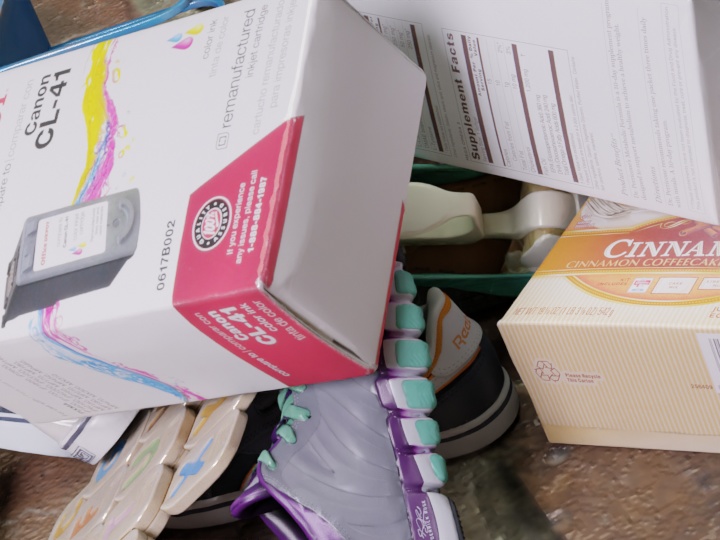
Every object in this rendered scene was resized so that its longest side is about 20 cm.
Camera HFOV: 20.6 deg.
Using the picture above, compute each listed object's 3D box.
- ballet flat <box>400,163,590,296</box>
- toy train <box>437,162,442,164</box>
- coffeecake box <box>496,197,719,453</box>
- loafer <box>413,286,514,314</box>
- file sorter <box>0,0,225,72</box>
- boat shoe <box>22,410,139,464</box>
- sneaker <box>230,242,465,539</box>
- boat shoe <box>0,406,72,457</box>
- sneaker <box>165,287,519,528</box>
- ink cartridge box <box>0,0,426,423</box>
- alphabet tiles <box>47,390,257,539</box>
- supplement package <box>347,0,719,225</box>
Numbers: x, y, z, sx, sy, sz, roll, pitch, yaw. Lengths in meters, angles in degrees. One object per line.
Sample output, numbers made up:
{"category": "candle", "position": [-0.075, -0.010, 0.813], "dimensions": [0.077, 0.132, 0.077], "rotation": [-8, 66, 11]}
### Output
{"category": "ballet flat", "position": [0.058, -0.021, 0.933], "dimensions": [0.199, 0.068, 0.070], "rotation": [-3, -3, -13]}
{"category": "toy train", "position": [0.132, -0.108, 1.081], "dimensions": [0.200, 0.085, 0.114], "rotation": [-38, 42, -22]}
{"category": "coffeecake box", "position": [0.179, -0.010, 0.890], "dimensions": [0.153, 0.073, 0.200], "rotation": [0, 37, 38]}
{"category": "loafer", "position": [0.000, 0.000, 1.022], "dimensions": [0.199, 0.075, 0.070], "rotation": [-12, 25, 5]}
{"category": "file sorter", "position": [-0.114, -0.068, 1.082], "dimensions": [0.122, 0.201, 0.139], "rotation": [-17, 30, 7]}
{"category": "boat shoe", "position": [-0.099, -0.006, 0.951], "dimensions": [0.200, 0.066, 0.072], "rotation": [-56, 9, -4]}
{"category": "sneaker", "position": [-0.015, 0.060, 0.821], "dimensions": [0.087, 0.074, 0.201], "rotation": [-6, 65, -15]}
{"category": "boat shoe", "position": [-0.225, 0.036, 1.001], "dimensions": [0.200, 0.091, 0.071], "rotation": [9, 3, -24]}
{"category": "sneaker", "position": [-0.031, 0.059, 0.936], "dimensions": [0.199, 0.080, 0.079], "rotation": [-18, 31, 16]}
{"category": "ink cartridge box", "position": [-0.082, -0.024, 0.841], "dimensions": [0.199, 0.086, 0.148], "rotation": [-10, 59, 34]}
{"category": "alphabet tiles", "position": [-0.104, 0.098, 0.891], "dimensions": [0.196, 0.015, 0.200], "rotation": [-45, 17, 34]}
{"category": "supplement package", "position": [0.099, -0.111, 0.892], "dimensions": [0.200, 0.110, 0.114], "rotation": [15, 41, 38]}
